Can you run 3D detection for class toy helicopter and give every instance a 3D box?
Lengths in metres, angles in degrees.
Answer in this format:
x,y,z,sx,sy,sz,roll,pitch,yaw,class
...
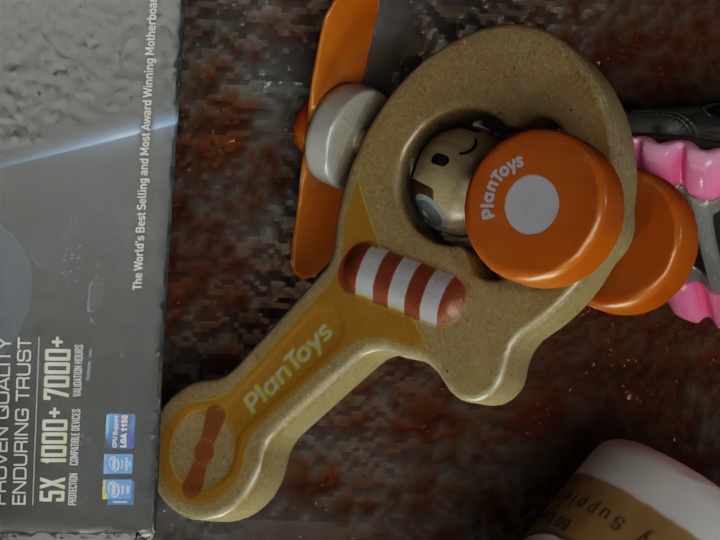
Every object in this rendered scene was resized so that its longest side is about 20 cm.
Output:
x,y,z,sx,sy,sz,roll,pitch,yaw,class
0.000,0.000,0.807,0.200,0.132,0.079,-45,154,16,toy helicopter

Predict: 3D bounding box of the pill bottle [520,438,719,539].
x,y,z,sx,sy,sz,roll,pitch,yaw,class
0.066,0.165,0.842,0.114,0.114,0.200,44,79,-21,pill bottle

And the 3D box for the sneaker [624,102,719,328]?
x,y,z,sx,sy,sz,roll,pitch,yaw,class
0.165,-0.034,0.838,0.200,0.095,0.079,6,137,11,sneaker

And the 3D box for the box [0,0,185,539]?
x,y,z,sx,sy,sz,roll,pitch,yaw,class
-0.142,-0.020,0.779,0.164,0.086,0.200,2,110,-10,box
